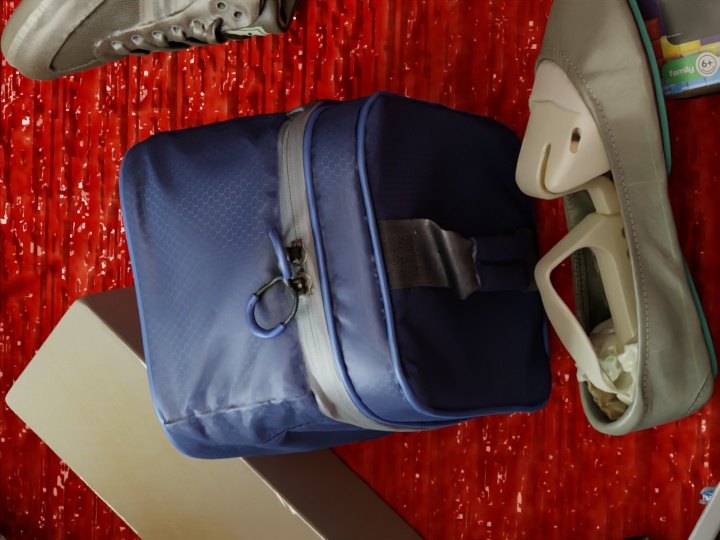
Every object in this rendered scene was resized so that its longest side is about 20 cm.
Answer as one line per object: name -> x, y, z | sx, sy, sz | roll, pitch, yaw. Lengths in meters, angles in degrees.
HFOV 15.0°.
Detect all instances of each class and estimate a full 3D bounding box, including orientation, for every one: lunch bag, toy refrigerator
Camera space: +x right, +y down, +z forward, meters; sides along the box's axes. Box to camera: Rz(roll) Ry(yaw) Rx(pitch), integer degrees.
lunch bag -> 0.000, 0.000, 1.109 | 0.132, 0.200, 0.137 | -11, 85, 22
toy refrigerator -> -0.058, 0.099, 1.213 | 0.200, 0.076, 0.070 | 43, 110, 14

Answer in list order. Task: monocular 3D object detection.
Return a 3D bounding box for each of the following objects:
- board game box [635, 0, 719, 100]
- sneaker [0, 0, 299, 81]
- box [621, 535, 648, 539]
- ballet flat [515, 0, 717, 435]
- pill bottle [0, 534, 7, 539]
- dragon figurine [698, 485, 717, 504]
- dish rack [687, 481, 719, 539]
board game box -> 0.197, -0.168, 1.084 | 0.199, 0.057, 0.166 | -12, 89, 25
sneaker -> -0.071, -0.126, 1.199 | 0.200, 0.070, 0.076 | -33, 83, 23
box -> 0.102, 0.224, 1.146 | 0.109, 0.035, 0.201 | -19, 86, -11
ballet flat -> 0.096, -0.026, 1.110 | 0.067, 0.063, 0.201 | 24, 133, 64
pill bottle -> -0.216, 0.156, 1.266 | 0.200, 0.114, 0.115 | 36, 108, 16
dragon figurine -> 0.216, 0.037, 1.094 | 0.199, 0.059, 0.100 | -29, 83, 24
dish rack -> 0.203, 0.162, 1.084 | 0.199, 0.044, 0.172 | 23, 109, -8
